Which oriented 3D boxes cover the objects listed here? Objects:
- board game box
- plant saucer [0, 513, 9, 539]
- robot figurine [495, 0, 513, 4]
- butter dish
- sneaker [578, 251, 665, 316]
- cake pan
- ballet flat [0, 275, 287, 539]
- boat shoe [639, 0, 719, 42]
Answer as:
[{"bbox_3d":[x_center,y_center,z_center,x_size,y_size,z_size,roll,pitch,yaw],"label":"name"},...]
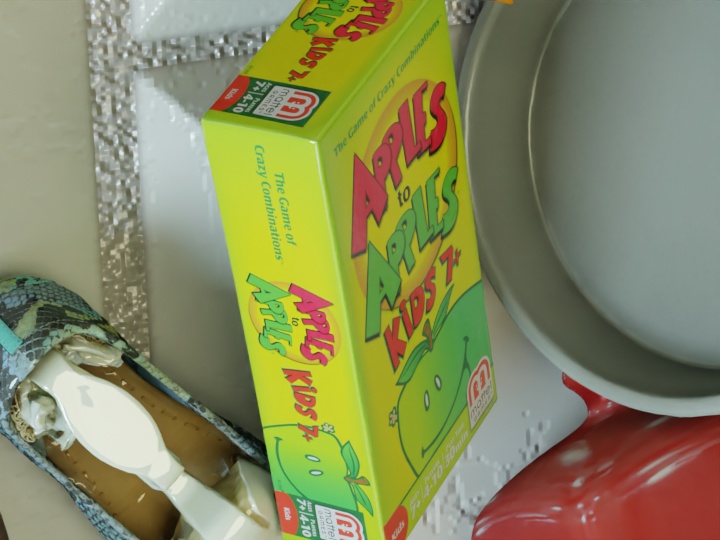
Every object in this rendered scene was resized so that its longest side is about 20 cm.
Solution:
[{"bbox_3d":[0.000,0.000,1.103,0.102,0.048,0.200,-53,146,-41],"label":"board game box"},{"bbox_3d":[-0.217,0.137,1.104,0.200,0.032,0.201,-8,109,-24],"label":"plant saucer"},{"bbox_3d":[0.031,-0.204,1.108,0.145,0.058,0.200,5,103,-26],"label":"robot figurine"},{"bbox_3d":[0.123,0.096,1.194,0.199,0.200,0.148,-18,86,-21],"label":"butter dish"},{"bbox_3d":[0.180,0.015,1.239,0.200,0.075,0.079,-2,108,-26],"label":"sneaker"},{"bbox_3d":[0.124,-0.046,1.130,0.037,0.200,0.201,-10,111,-49],"label":"cake pan"},{"bbox_3d":[-0.074,0.079,1.136,0.200,0.074,0.074,39,86,-30],"label":"ballet flat"},{"bbox_3d":[0.152,-0.111,1.174,0.062,0.073,0.200,-31,114,-56],"label":"boat shoe"}]
